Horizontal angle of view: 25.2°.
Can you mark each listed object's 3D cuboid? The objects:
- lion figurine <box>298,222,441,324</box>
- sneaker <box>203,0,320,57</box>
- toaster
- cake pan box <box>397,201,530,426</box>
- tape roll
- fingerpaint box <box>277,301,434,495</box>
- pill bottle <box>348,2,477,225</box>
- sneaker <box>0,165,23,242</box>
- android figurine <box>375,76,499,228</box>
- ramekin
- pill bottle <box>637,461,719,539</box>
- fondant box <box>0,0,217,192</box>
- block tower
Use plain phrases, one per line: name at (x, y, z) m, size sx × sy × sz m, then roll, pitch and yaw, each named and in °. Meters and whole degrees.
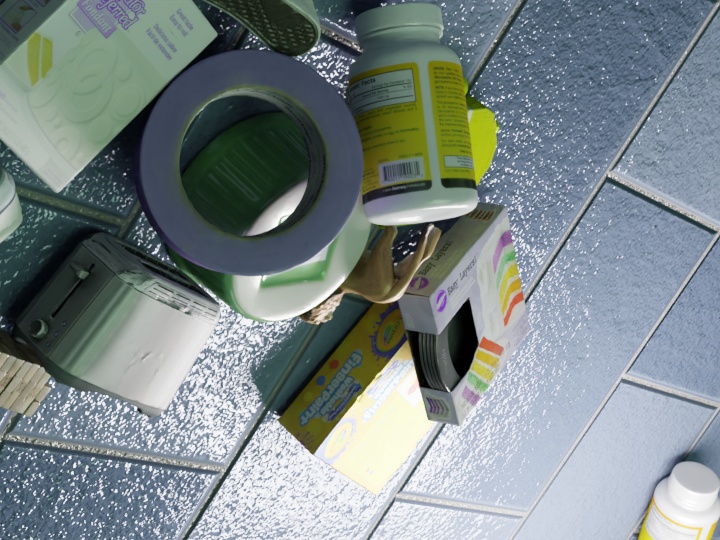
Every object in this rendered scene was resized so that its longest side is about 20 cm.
lion figurine at (0.000, 0.000, 1.669) m, size 0.072 × 0.200 × 0.123 m, roll 25°, pitch 79°, yaw -30°
sneaker at (-0.114, -0.273, 1.406) m, size 0.073 × 0.085 × 0.200 m, roll -31°, pitch 128°, yaw 22°
toaster at (-0.221, 0.053, 1.531) m, size 0.129 × 0.114 × 0.200 m, roll -55°, pitch 141°, yaw 4°
cake pan box at (0.118, 0.049, 1.833) m, size 0.200 × 0.052 × 0.185 m, roll -46°, pitch 132°, yaw -43°
tape roll at (-0.103, -0.095, 1.450) m, size 0.199 × 0.085 × 0.201 m, roll 0°, pitch 92°, yaw -11°
fingerpaint box at (0.023, 0.144, 1.889) m, size 0.200 × 0.073 × 0.167 m, roll -51°, pitch 144°, yaw -1°
pill bottle at (0.048, -0.151, 1.556) m, size 0.112 × 0.112 × 0.201 m, roll -1°, pitch 82°, yaw -45°
sneaker at (-0.367, -0.007, 1.364) m, size 0.200 × 0.073 × 0.071 m, roll -37°, pitch 138°, yaw -16°
android figurine at (0.071, -0.126, 1.727) m, size 0.199 × 0.041 × 0.183 m, roll -12°, pitch 129°, yaw -38°
ramekin at (-0.084, -0.046, 1.593) m, size 0.200 × 0.098 × 0.201 m, roll -26°, pitch 138°, yaw -27°
pill bottle at (0.512, 0.406, 2.582) m, size 0.109 × 0.109 × 0.201 m, roll -17°, pitch 133°, yaw -35°
fondant box at (-0.235, -0.184, 1.355) m, size 0.200 × 0.058 × 0.144 m, roll -46°, pitch 143°, yaw -5°
block tower at (-0.365, 0.075, 1.454) m, size 0.054 × 0.058 × 0.200 m, roll -53°, pitch 145°, yaw 6°
